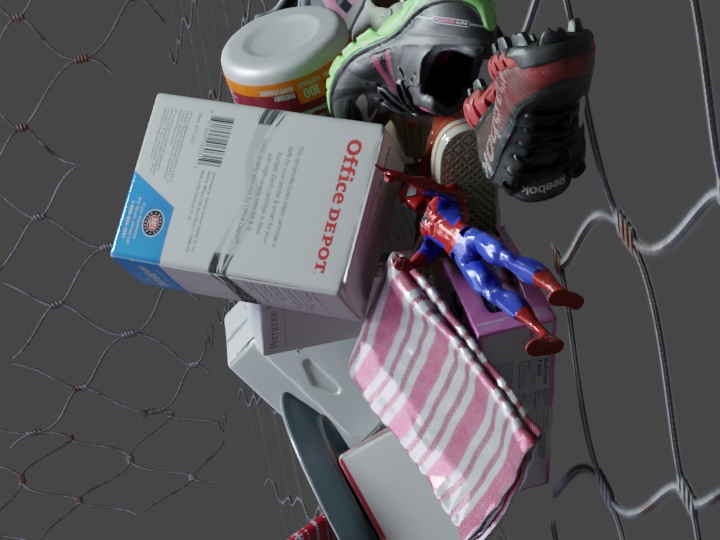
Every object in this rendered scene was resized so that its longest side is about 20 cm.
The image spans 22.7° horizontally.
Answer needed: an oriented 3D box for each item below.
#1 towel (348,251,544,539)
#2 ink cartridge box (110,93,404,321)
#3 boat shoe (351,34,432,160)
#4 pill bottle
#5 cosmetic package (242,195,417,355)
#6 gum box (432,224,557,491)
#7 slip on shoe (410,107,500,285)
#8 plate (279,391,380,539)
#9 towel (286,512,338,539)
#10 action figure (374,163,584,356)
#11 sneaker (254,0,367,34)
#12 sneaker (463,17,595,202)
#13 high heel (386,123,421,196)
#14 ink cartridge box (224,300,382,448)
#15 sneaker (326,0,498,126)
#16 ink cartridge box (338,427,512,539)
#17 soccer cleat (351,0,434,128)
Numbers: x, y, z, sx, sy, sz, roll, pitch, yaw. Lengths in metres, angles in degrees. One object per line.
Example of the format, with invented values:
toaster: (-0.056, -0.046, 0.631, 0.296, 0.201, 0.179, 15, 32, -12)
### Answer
towel: (0.058, 0.100, 1.378, 0.200, 0.030, 0.146, 53, 144, 27)
ink cartridge box: (-0.080, -0.050, 1.441, 0.084, 0.200, 0.146, 55, -132, -67)
boat shoe: (0.018, -0.171, 1.633, 0.071, 0.064, 0.200, 90, 165, -47)
pill bottle: (-0.040, -0.119, 1.555, 0.113, 0.113, 0.200, -118, 7, -56)
cosmetic package: (0.000, 0.000, 1.542, 0.102, 0.200, 0.074, 89, 164, -44)
gum box: (0.104, 0.072, 1.434, 0.114, 0.066, 0.200, -115, 16, -46)
slip on shoe: (0.076, -0.049, 1.455, 0.061, 0.074, 0.200, -106, 16, -50)
plate: (-0.011, 0.188, 1.522, 0.200, 0.026, 0.200, 62, -175, -9)
towel: (0.008, 0.276, 1.822, 0.022, 0.200, 0.145, 35, 145, 40)
action figure: (0.067, -0.015, 1.325, 0.200, 0.099, 0.065, 46, 120, 47)
sneaker: (-0.029, -0.273, 1.582, 0.070, 0.082, 0.200, -108, 36, -47)
sneaker: (0.118, -0.099, 1.173, 0.200, 0.071, 0.098, 119, 138, -77)
high heel: (0.028, -0.090, 1.672, 0.200, 0.067, 0.096, 49, 142, 44)
ink cartridge box: (-0.030, 0.065, 1.717, 0.147, 0.146, 0.200, 44, -176, -12)
sneaker: (0.038, -0.149, 1.380, 0.200, 0.077, 0.084, -39, 63, 52)
ink cartridge box: (0.060, 0.200, 1.544, 0.145, 0.084, 0.200, 61, -176, 6)
soccer cleat: (0.040, -0.183, 1.510, 0.200, 0.069, 0.078, -122, 41, -54)
